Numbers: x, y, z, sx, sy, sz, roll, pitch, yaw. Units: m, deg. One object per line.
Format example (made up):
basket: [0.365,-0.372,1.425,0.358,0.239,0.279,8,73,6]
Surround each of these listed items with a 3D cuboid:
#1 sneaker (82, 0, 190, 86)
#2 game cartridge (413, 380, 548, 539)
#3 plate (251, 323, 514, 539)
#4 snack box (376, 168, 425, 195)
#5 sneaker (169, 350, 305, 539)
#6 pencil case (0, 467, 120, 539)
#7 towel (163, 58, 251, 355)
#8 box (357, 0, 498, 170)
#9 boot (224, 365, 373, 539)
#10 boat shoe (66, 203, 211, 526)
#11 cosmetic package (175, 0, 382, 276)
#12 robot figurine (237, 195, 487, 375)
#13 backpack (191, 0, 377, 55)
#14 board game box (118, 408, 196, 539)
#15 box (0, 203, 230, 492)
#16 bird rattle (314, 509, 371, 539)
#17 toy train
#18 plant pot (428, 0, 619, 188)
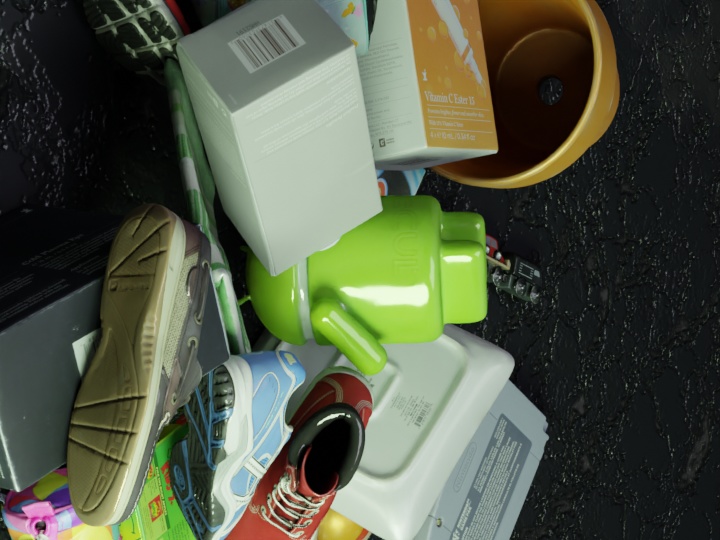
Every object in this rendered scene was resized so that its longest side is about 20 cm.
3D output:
sneaker: [-0.163,-0.225,1.364,0.085,0.077,0.201,-59,137,-38]
game cartridge: [0.108,0.203,1.772,0.133,0.041,0.201,42,64,-39]
plate: [0.000,0.095,1.515,0.200,0.199,0.032,-56,167,-28]
snack box: [-0.028,-0.090,1.567,0.200,0.037,0.117,44,63,-44]
sneaker: [-0.088,0.133,1.351,0.077,0.076,0.201,-16,147,-29]
pencil case: [-0.208,0.241,1.367,0.088,0.088,0.202,-31,117,-43]
towel: [-0.111,-0.032,1.367,0.153,0.023,0.201,80,-3,-54]
box: [0.032,-0.189,1.536,0.124,0.097,0.202,-4,85,-57]
boot: [-0.054,0.176,1.395,0.201,0.072,0.144,-62,-176,12]
boat shoe: [-0.131,0.062,1.163,0.065,0.072,0.202,18,77,-45]
cosmetic package: [-0.055,-0.099,1.352,0.106,0.090,0.201,-30,150,-15]
robot figurine: [0.000,0.000,1.469,0.176,0.198,0.116,-86,172,-56]
backpack: [-0.063,-0.248,1.391,0.152,0.176,0.201,-21,140,-5]
board game box: [-0.152,0.219,1.442,0.102,0.047,0.202,-37,123,-55]
box: [-0.223,0.044,1.244,0.200,0.181,0.105,-31,119,-42]
bird rattle: [-0.012,0.183,1.605,0.164,0.112,0.200,-61,160,3]
toy train: [0.112,-0.013,1.746,0.199,0.034,0.046,24,74,-49]
plant pot: [0.147,-0.169,1.660,0.183,0.199,0.202,4,92,-65]
